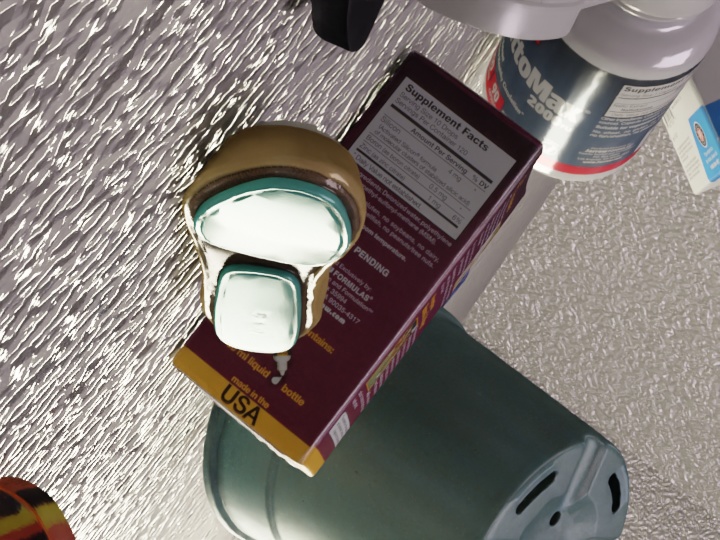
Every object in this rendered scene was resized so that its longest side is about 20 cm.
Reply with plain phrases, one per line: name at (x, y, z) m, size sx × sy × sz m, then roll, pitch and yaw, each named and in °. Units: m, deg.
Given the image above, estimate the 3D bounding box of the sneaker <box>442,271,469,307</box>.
sneaker at (0.002, 0.050, 1.140) m, size 0.200 × 0.075 × 0.079 m, roll -44°, pitch 136°, yaw -17°

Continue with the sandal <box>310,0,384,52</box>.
sandal at (0.046, -0.155, 0.562) m, size 0.201 × 0.043 × 0.076 m, roll -55°, pitch 174°, yaw 16°

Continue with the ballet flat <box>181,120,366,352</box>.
ballet flat at (-0.036, -0.025, 0.666) m, size 0.200 × 0.068 × 0.064 m, roll 118°, pitch -17°, yaw -69°

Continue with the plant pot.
plant pot at (0.043, 0.124, 1.018) m, size 0.199 × 0.195 × 0.202 m, roll -27°, pitch 132°, yaw -35°

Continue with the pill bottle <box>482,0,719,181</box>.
pill bottle at (0.159, -0.155, 1.073) m, size 0.120 × 0.119 × 0.200 m, roll -50°, pitch 173°, yaw -29°

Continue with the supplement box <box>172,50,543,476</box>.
supplement box at (0.000, 0.000, 0.880) m, size 0.201 × 0.085 × 0.110 m, roll -53°, pitch 174°, yaw -7°

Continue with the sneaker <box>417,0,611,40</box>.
sneaker at (0.089, -0.172, 0.746) m, size 0.200 × 0.073 × 0.116 m, roll -38°, pitch 150°, yaw -59°

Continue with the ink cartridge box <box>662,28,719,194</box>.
ink cartridge box at (0.242, -0.168, 1.192) m, size 0.084 × 0.202 × 0.146 m, roll -22°, pitch 175°, yaw 1°

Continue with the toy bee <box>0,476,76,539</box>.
toy bee at (-0.154, 0.185, 0.645) m, size 0.201 × 0.108 × 0.131 m, roll -56°, pitch 175°, yaw 22°
